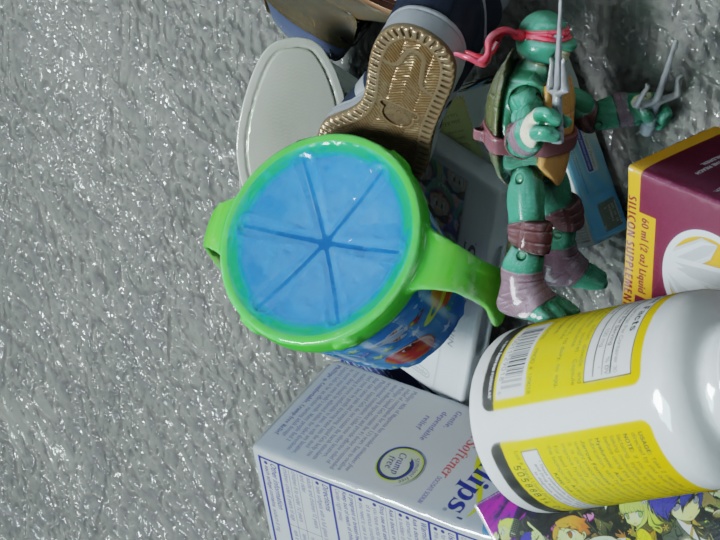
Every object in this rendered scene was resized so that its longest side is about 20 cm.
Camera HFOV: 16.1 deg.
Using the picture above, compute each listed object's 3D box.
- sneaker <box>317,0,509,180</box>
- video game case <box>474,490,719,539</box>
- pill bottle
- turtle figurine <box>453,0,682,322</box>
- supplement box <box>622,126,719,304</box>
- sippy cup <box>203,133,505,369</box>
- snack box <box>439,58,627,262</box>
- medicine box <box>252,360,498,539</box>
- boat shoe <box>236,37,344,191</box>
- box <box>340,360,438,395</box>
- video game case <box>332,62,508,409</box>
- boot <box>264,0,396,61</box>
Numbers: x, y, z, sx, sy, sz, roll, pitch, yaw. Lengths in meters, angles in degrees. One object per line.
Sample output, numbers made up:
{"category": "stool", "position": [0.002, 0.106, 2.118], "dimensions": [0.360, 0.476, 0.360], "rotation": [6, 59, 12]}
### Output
{"category": "sneaker", "position": [0.037, -0.130, 1.572], "dimensions": [0.070, 0.109, 0.200], "rotation": [28, 151, -2]}
{"category": "video game case", "position": [0.195, 0.172, 1.511], "dimensions": [0.200, 0.036, 0.182], "rotation": [-29, 79, 14]}
{"category": "pill bottle", "position": [0.166, 0.071, 1.414], "dimensions": [0.200, 0.111, 0.112], "rotation": [-13, 99, 45]}
{"category": "turtle figurine", "position": [0.118, -0.078, 1.501], "dimensions": [0.101, 0.150, 0.200], "rotation": [20, 117, 37]}
{"category": "supplement box", "position": [0.251, 0.006, 1.447], "dimensions": [0.200, 0.086, 0.111], "rotation": [24, 126, 39]}
{"category": "sippy cup", "position": [0.000, 0.000, 1.582], "dimensions": [0.140, 0.130, 0.178], "rotation": [-43, 61, 5]}
{"category": "snack box", "position": [0.076, -0.063, 1.650], "dimensions": [0.200, 0.037, 0.116], "rotation": [-10, 103, 51]}
{"category": "medicine box", "position": [0.045, 0.183, 1.710], "dimensions": [0.200, 0.103, 0.182], "rotation": [18, 136, 29]}
{"category": "boat shoe", "position": [-0.044, -0.057, 1.671], "dimensions": [0.060, 0.074, 0.200], "rotation": [-115, 19, -72]}
{"category": "box", "position": [0.022, 0.119, 1.813], "dimensions": [0.121, 0.032, 0.200], "rotation": [48, 140, 19]}
{"category": "video game case", "position": [0.013, -0.029, 1.692], "dimensions": [0.200, 0.024, 0.182], "rotation": [35, 135, 31]}
{"category": "boot", "position": [0.006, -0.180, 1.667], "dimensions": [0.200, 0.075, 0.097], "rotation": [28, 153, 27]}
